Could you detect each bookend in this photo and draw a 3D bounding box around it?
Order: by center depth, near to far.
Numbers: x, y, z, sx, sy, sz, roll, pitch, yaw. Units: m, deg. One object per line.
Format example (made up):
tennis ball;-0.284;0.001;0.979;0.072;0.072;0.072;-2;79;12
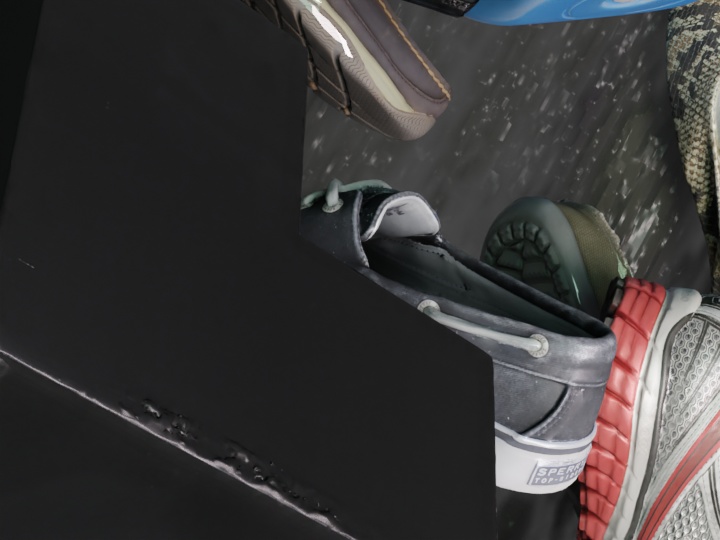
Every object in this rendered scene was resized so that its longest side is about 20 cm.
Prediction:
bookend;-0.048;0.010;0.627;0.199;0.092;0.200;31;41;-30

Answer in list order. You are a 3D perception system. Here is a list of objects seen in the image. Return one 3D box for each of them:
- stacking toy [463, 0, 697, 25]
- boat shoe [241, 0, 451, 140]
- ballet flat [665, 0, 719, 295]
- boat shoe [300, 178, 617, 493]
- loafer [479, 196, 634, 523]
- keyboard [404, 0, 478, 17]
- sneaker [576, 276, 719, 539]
stacking toy;0.084;-0.198;0.763;0.109;0.116;0.201;-10;83;-26
boat shoe;-0.025;-0.136;0.734;0.073;0.074;0.200;-42;107;-11
ballet flat;0.167;-0.022;0.807;0.068;0.075;0.201;-9;97;-14
boat shoe;0.000;0.000;0.702;0.072;0.200;0.068;-15;129;-50
loafer;0.109;0.055;0.804;0.070;0.075;0.200;-33;110;-27
keyboard;-0.030;-0.155;0.678;0.200;0.040;0.104;13;85;-46
sneaker;0.117;0.103;0.728;0.082;0.078;0.201;7;116;10
